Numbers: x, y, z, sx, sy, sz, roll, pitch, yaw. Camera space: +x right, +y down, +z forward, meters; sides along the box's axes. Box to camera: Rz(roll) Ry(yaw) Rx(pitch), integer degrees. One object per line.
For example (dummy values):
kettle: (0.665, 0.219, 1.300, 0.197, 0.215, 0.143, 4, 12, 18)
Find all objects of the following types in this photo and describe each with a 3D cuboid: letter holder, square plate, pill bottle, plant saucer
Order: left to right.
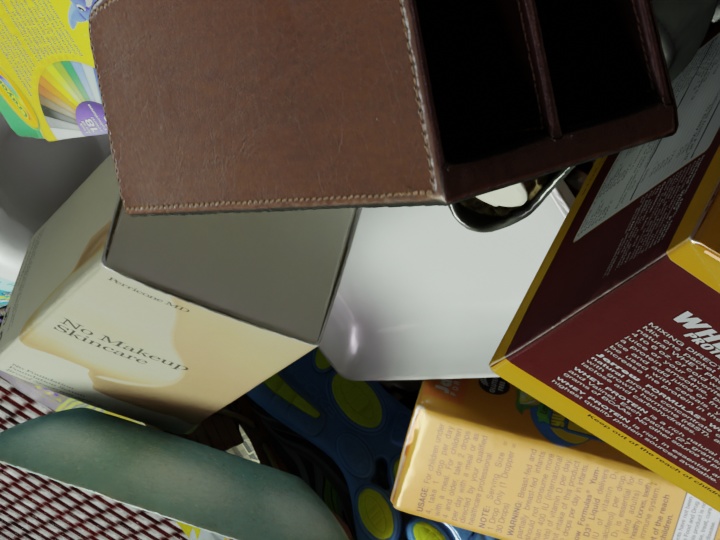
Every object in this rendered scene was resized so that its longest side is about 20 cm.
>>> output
pill bottle: (-0.190, -0.038, 1.362, 0.111, 0.111, 0.200, 36, 159, -17)
plant saucer: (-0.087, 0.101, 1.290, 0.200, 0.039, 0.201, 19, 175, 2)
letter holder: (-0.006, -0.100, 0.903, 0.200, 0.100, 0.143, 0, 105, 56)
square plate: (0.018, -0.031, 1.160, 0.200, 0.028, 0.198, -4, 131, 44)

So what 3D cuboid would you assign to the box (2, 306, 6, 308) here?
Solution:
box: (-0.119, 0.022, 1.509, 0.136, 0.038, 0.200, 33, 159, -10)

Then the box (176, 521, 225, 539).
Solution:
box: (-0.025, 0.179, 1.577, 0.117, 0.048, 0.200, 13, -158, -38)

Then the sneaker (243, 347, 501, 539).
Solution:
sneaker: (0.006, 0.098, 1.348, 0.200, 0.071, 0.083, 50, 175, 15)

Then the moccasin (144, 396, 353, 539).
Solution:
moccasin: (-0.082, 0.088, 1.405, 0.074, 0.078, 0.202, -25, 103, 38)

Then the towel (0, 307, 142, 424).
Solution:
towel: (-0.155, 0.067, 1.575, 0.143, 0.023, 0.200, 36, 162, -18)

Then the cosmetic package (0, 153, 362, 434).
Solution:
cosmetic package: (-0.086, 0.008, 1.176, 0.105, 0.071, 0.200, 21, 160, -14)

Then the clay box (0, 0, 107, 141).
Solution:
clay box: (-0.104, -0.116, 1.101, 0.200, 0.048, 0.115, -1, 126, 50)

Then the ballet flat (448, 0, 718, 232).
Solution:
ballet flat: (0.077, -0.068, 0.967, 0.068, 0.069, 0.200, 26, 152, -2)

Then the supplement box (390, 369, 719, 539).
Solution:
supplement box: (0.119, 0.096, 1.252, 0.199, 0.067, 0.069, 13, 124, 4)

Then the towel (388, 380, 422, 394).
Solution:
towel: (0.000, 0.000, 1.312, 0.132, 0.035, 0.200, 30, 161, 2)

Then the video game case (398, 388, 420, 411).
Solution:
video game case: (0.110, 0.111, 1.394, 0.199, 0.026, 0.181, 24, 161, -12)

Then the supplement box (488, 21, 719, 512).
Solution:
supplement box: (0.186, 0.011, 0.948, 0.197, 0.133, 0.200, 32, 160, -6)
